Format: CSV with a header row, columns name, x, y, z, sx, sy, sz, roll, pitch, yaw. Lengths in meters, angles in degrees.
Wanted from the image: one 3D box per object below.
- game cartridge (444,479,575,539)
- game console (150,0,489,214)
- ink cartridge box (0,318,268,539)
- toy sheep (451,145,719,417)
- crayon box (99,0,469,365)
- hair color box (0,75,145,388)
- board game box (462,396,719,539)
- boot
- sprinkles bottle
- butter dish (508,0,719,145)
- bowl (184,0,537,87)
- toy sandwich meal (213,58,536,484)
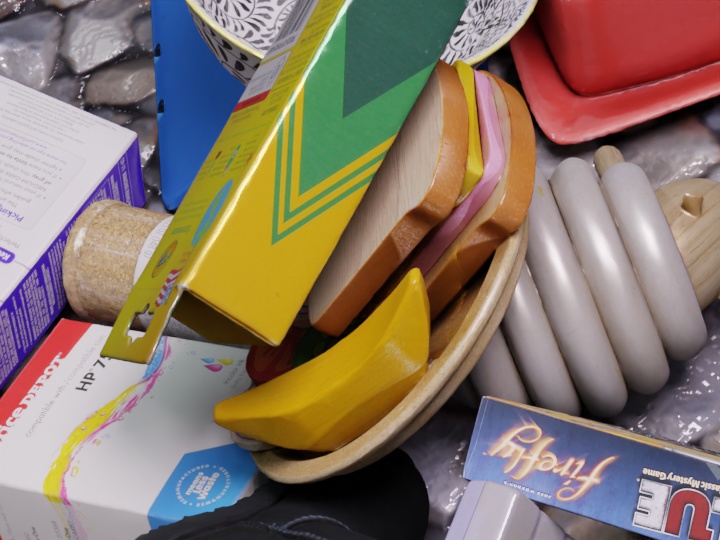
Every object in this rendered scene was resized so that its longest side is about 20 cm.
name,x,y,z,sx,sy,sz,roll,pitch,yaw
game cartridge,0.042,0.194,0.751,0.038,0.130,0.201,4,62,44
game console,-0.029,-0.137,1.160,0.169,0.119,0.202,3,53,-14
ink cartridge box,-0.121,0.093,0.991,0.198,0.068,0.117,8,43,26
toy sheep,0.091,0.011,0.942,0.199,0.138,0.139,-26,51,7
crayon box,-0.037,-0.038,0.859,0.201,0.051,0.127,-61,13,-8
hair color box,-0.215,-0.009,1.082,0.108,0.065,0.201,23,53,17
board game box,0.144,0.093,0.818,0.134,0.200,0.035,15,89,30
boot,0.009,0.134,0.853,0.161,0.074,0.197,7,15,41
sprinkles bottle,-0.060,0.011,1.039,0.198,0.068,0.069,11,62,28
butter dish,0.154,-0.199,1.046,0.198,0.148,0.201,-19,51,9
bowl,-0.009,-0.142,1.031,0.198,0.095,0.202,4,52,-6
toy sandwich meal,0.000,0.000,0.882,0.205,0.070,0.206,-41,27,26
